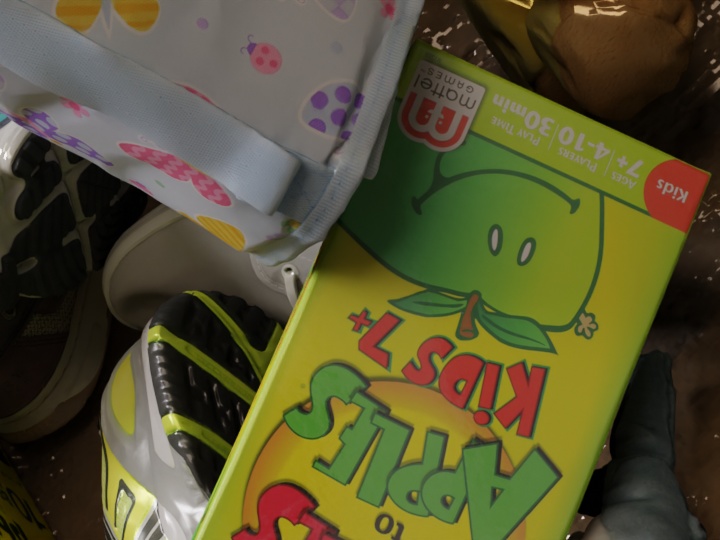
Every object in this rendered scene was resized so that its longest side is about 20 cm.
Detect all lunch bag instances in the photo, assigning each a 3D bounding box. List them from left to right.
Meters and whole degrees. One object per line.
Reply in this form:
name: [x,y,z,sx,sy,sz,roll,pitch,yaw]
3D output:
lunch bag: [-0.071,-0.097,0.726,0.127,0.169,0.200,-58,13,20]

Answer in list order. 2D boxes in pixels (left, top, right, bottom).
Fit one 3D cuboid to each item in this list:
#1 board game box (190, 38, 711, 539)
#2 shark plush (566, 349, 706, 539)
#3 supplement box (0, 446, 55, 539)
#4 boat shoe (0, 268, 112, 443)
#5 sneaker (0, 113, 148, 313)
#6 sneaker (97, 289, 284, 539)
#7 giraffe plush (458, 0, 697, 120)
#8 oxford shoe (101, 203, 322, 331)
board game box: [0.021,0.043,0.720,0.101,0.048,0.200,24,77,-4]
shark plush: [0.100,0.117,0.709,0.083,0.091,0.200,-5,39,-1]
supplement box: [-0.157,0.125,0.796,0.109,0.109,0.200,-40,51,2]
boat shoe: [-0.131,-0.033,0.908,0.072,0.065,0.200,-15,54,24]
sneaker: [-0.143,-0.028,0.818,0.080,0.078,0.200,24,39,31]
sneaker: [-0.042,0.109,0.780,0.076,0.075,0.200,-44,46,46]
giraffe plush: [0.093,-0.162,0.821,0.162,0.173,0.200,-32,25,-5]
oxford shoe: [0.000,0.000,0.810,0.200,0.075,0.058,-8,57,20]
